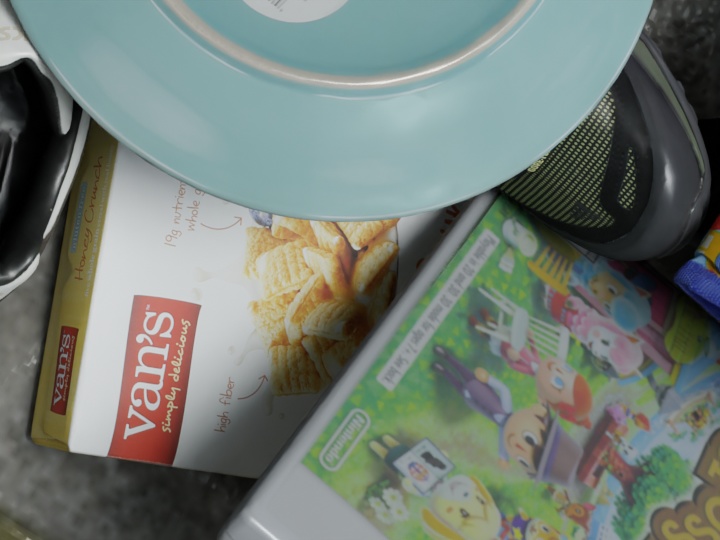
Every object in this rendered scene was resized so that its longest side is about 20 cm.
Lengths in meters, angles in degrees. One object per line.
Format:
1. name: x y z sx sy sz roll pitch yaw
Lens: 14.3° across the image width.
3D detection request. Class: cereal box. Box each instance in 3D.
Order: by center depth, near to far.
1. cereal box: 0.000 0.000 0.928 0.199 0.039 0.145 9 88 -28

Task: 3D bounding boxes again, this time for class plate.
1. plate: -0.006 -0.114 0.808 0.199 0.026 0.202 2 78 -10

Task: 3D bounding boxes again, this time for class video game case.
1. video game case: 0.073 0.076 0.851 0.182 0.022 0.200 41 42 -2

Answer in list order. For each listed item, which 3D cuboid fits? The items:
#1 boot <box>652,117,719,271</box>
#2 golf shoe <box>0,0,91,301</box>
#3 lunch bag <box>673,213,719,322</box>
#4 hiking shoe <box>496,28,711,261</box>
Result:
1. boot: 0.175 -0.074 0.937 0.210 0.079 0.159 -3 116 -39
2. golf shoe: -0.102 -0.084 0.839 0.077 0.094 0.202 4 91 -26
3. lunch bag: 0.206 -0.008 0.892 0.151 0.094 0.200 -57 146 -2
4. hiking shoe: 0.011 -0.061 0.858 0.200 0.076 0.101 39 44 10
